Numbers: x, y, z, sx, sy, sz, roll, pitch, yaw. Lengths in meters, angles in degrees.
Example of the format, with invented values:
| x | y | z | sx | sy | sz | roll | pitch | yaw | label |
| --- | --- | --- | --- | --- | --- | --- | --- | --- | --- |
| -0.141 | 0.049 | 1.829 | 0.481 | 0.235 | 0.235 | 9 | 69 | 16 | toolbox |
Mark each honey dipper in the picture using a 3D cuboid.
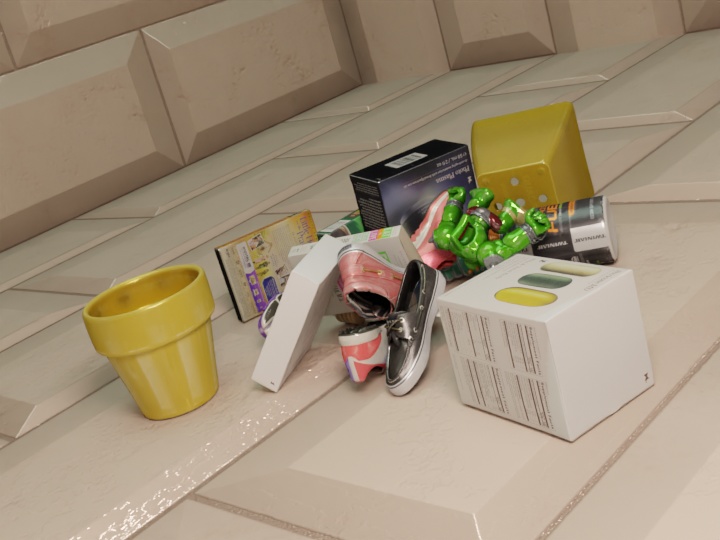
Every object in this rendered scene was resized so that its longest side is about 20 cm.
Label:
| x | y | z | sx | sy | sz | roll | pitch | yaw | label |
| --- | --- | --- | --- | --- | --- | --- | --- | --- | --- |
| 0.039 | 0.075 | 1.635 | 0.198 | 0.039 | 0.038 | 6 | 28 | 44 | honey dipper |

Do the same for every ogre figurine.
| x | y | z | sx | sy | sz | roll | pitch | yaw | label |
| --- | --- | --- | --- | --- | --- | --- | --- | --- | --- |
| 0.187 | -0.066 | 1.580 | 0.199 | 0.099 | 0.120 | 34 | 69 | 26 | ogre figurine |

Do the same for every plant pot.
| x | y | z | sx | sy | sz | roll | pitch | yaw | label |
| --- | --- | --- | --- | --- | --- | --- | --- | --- | --- |
| 0.305 | -0.166 | 1.861 | 0.197 | 0.203 | 0.177 | -9 | 28 | 24 | plant pot |
| -0.307 | 0.116 | 1.572 | 0.197 | 0.192 | 0.201 | -16 | 17 | 5 | plant pot |

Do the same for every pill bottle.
| x | y | z | sx | sy | sz | roll | pitch | yaw | label |
| --- | --- | --- | --- | --- | --- | --- | --- | --- | --- |
| 0.308 | -0.051 | 1.634 | 0.197 | 0.108 | 0.106 | -11 | 18 | 21 | pill bottle |

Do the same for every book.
| x | y | z | sx | sy | sz | roll | pitch | yaw | label |
| --- | --- | --- | --- | --- | --- | --- | --- | --- | --- |
| 0.000 | 0.000 | 1.607 | 0.197 | 0.135 | 0.048 | -11 | 39 | 27 | book |

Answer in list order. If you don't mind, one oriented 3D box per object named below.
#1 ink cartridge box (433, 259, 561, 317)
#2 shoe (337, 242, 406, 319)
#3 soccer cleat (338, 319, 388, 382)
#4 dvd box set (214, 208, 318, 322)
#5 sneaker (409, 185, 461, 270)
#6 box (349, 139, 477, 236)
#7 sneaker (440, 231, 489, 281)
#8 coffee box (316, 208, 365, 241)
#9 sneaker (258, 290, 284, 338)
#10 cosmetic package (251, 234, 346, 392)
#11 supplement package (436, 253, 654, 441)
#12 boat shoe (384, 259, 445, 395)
| x | y | z | sx | sy | sz | roll | pitch | yaw | label |
| --- | --- | --- | --- | --- | --- | --- | --- | --- | --- |
| 0.206 | 0.054 | 1.478 | 0.199 | 0.069 | 0.115 | -30 | 20 | -34 | ink cartridge box |
| 0.046 | 0.041 | 1.506 | 0.071 | 0.199 | 0.092 | -37 | 39 | 32 | shoe |
| 0.031 | 0.112 | 1.488 | 0.067 | 0.075 | 0.199 | -7 | 1 | 28 | soccer cleat |
| -0.161 | -0.011 | 1.889 | 0.198 | 0.149 | 0.029 | -26 | 18 | -24 | dvd box set |
| 0.132 | -0.048 | 1.681 | 0.086 | 0.074 | 0.201 | 30 | 69 | 13 | sneaker |
| 0.110 | -0.107 | 1.832 | 0.198 | 0.202 | 0.123 | -24 | 22 | -22 | box |
| 0.150 | -0.020 | 1.751 | 0.197 | 0.076 | 0.087 | -23 | 13 | -14 | sneaker |
| 0.012 | -0.053 | 1.892 | 0.044 | 0.125 | 0.199 | 0 | 23 | 46 | coffee box |
| -0.136 | 0.081 | 1.747 | 0.083 | 0.081 | 0.200 | -29 | 6 | 18 | sneaker |
| -0.090 | 0.063 | 1.536 | 0.051 | 0.202 | 0.151 | 25 | 27 | 4 | cosmetic package |
| 0.223 | 0.084 | 1.231 | 0.150 | 0.153 | 0.199 | -26 | 20 | -28 | supplement package |
| 0.065 | 0.073 | 1.417 | 0.069 | 0.066 | 0.202 | -14 | 47 | 50 | boat shoe |
